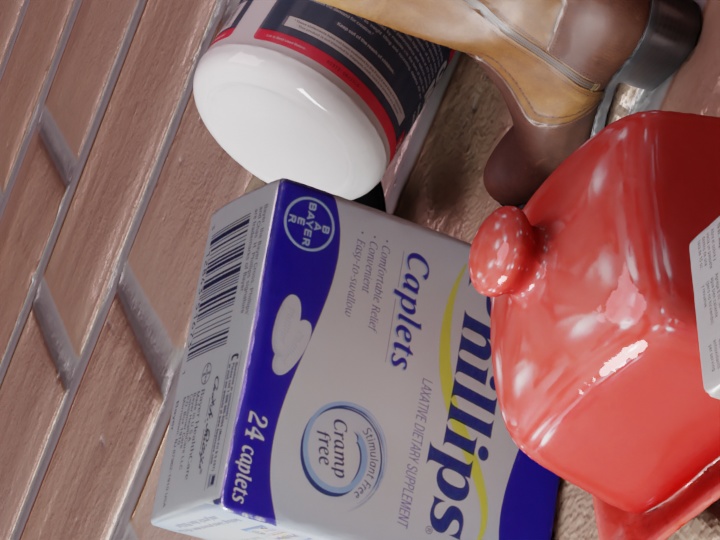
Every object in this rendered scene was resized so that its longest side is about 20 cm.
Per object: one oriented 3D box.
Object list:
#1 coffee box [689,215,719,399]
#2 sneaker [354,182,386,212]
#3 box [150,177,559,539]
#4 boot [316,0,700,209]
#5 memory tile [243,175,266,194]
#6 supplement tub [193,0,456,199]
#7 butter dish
[{"bbox_3d":[0.231,-0.017,0.789,0.200,0.112,0.080,-49,32,46],"label":"coffee box"},{"bbox_3d":[0.001,0.001,1.352,0.146,0.076,0.204,151,130,-64],"label":"sneaker"},{"bbox_3d":[0.007,0.071,1.132,0.105,0.199,0.185,-23,53,60],"label":"box"},{"bbox_3d":[0.059,-0.119,1.150,0.188,0.199,0.069,-43,36,50],"label":"boot"},{"bbox_3d":[-0.043,-0.072,1.597,0.154,0.017,0.200,-67,24,14],"label":"memory tile"},{"bbox_3d":[-0.008,-0.159,1.355,0.201,0.140,0.140,-59,15,-27],"label":"supplement tub"},{"bbox_3d":[0.120,0.009,0.984,0.200,0.147,0.201,-47,34,45],"label":"butter dish"}]
